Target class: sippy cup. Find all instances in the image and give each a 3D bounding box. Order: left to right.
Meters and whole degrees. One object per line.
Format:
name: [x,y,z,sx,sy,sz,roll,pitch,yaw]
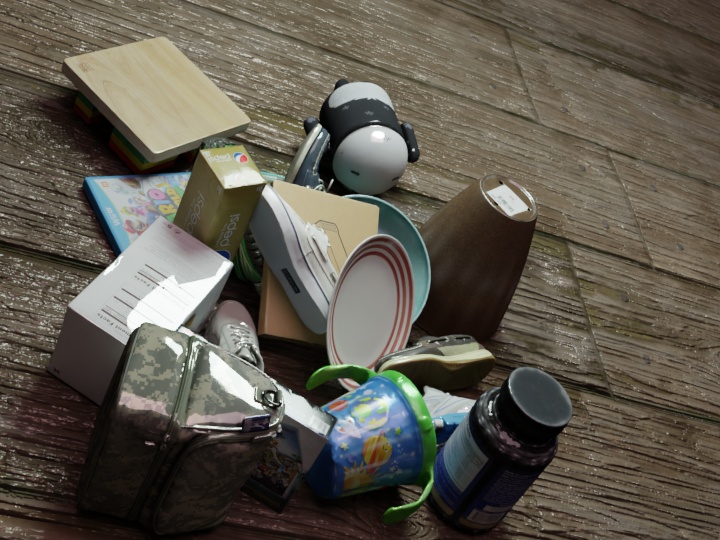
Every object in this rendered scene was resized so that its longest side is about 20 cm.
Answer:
sippy cup: [-0.001,0.198,1.282,0.129,0.142,0.177,-16,22,-31]

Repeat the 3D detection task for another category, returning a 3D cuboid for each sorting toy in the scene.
sorting toy: [-0.295,-0.229,1.582,0.200,0.070,0.198,44,39,15]

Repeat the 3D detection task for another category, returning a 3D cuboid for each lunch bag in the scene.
lunch bag: [-0.180,0.168,1.125,0.165,0.201,0.141,18,40,-14]

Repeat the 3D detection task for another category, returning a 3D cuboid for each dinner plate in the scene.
dinner plate: [0.009,0.054,1.406,0.024,0.203,0.199,12,26,33]

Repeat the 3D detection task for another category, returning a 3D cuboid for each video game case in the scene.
video game case: [-0.255,-0.074,1.483,0.198,0.018,0.144,-7,53,-39]

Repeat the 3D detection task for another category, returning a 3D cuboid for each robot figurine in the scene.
robot figurine: [0.002,-0.207,1.721,0.125,0.148,0.202,55,13,-48]

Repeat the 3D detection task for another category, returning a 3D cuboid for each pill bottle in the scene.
pill bottle: [0.164,0.211,1.312,0.110,0.201,0.113,18,39,-16]

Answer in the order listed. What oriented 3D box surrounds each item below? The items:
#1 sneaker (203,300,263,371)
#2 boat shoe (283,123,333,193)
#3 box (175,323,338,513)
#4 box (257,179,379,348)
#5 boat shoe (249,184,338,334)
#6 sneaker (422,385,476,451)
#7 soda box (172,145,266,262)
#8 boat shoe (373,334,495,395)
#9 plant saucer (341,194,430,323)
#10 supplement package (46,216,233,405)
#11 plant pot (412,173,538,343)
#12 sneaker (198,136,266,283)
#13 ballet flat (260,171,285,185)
sneaker: [-0.144,0.104,1.317,0.074,0.082,0.202,12,40,-20]
boat shoe: [-0.081,-0.099,1.512,0.061,0.075,0.203,24,80,-6]
box: [-0.139,0.163,1.209,0.198,0.137,0.038,31,37,-1]
box: [-0.052,-0.002,1.439,0.161,0.021,0.204,13,73,-31]
boat shoe: [-0.072,-0.024,1.375,0.070,0.070,0.202,-36,103,-34]
sneaker: [0.118,0.182,1.420,0.197,0.076,0.087,4,40,-32]
soda box: [-0.185,-0.055,1.361,0.063,0.201,0.068,-12,54,-38]
boat shoe: [0.090,0.123,1.472,0.198,0.074,0.065,2,37,-40]
plant saucer: [0.000,0.000,1.507,0.197,0.036,0.204,5,76,-21]
supplement package: [-0.250,0.052,1.274,0.109,0.114,0.201,32,39,2]
plant pot: [0.163,-0.031,1.574,0.184,0.201,0.189,18,40,-16]
sneaker: [-0.167,-0.074,1.439,0.078,0.084,0.203,-26,98,-50]
ballet flat: [-0.078,-0.082,1.583,0.197,0.069,0.072,17,60,-19]
